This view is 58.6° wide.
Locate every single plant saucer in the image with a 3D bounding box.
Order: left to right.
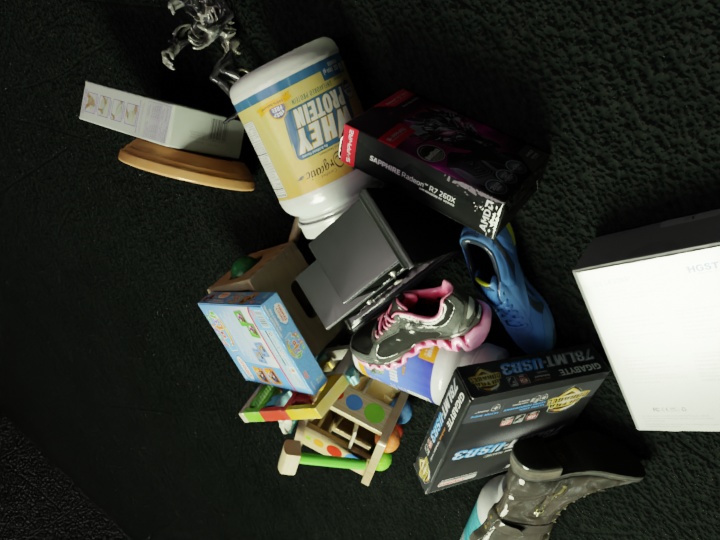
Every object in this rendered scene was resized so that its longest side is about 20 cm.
[{"bbox_3d":[-0.247,-0.157,0.931,0.197,0.198,0.038,20,101,29],"label":"plant saucer"}]

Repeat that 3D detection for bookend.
[{"bbox_3d":[0.000,0.000,0.747,0.197,0.199,0.093,-38,81,23],"label":"bookend"}]

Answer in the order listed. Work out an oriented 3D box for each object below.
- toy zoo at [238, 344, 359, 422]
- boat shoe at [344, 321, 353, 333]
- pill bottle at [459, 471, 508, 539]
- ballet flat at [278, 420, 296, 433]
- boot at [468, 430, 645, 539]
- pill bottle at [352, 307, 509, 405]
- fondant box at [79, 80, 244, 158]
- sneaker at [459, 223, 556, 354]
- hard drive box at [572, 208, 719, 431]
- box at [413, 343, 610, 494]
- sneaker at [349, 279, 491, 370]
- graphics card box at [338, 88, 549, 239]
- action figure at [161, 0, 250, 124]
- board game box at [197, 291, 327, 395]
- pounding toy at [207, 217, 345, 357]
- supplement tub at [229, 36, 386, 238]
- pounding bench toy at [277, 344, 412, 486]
[{"bbox_3d":[-0.079,0.166,0.948,0.197,0.132,0.021,-14,118,40],"label":"toy zoo"},{"bbox_3d":[-0.028,0.014,0.936,0.056,0.067,0.204,-8,117,38],"label":"boat shoe"},{"bbox_3d":[0.215,0.381,0.949,0.109,0.111,0.204,28,134,22],"label":"pill bottle"},{"bbox_3d":[-0.108,0.200,1.046,0.070,0.200,0.074,3,103,11],"label":"ballet flat"},{"bbox_3d":[0.246,0.294,0.818,0.194,0.070,0.178,4,120,-9],"label":"boot"},{"bbox_3d":[0.095,0.116,0.865,0.196,0.112,0.115,16,129,33],"label":"pill bottle"},{"bbox_3d":[-0.288,-0.219,0.936,0.196,0.143,0.060,19,101,30],"label":"fondant box"},{"bbox_3d":[0.170,0.030,0.766,0.065,0.078,0.203,-13,111,43],"label":"sneaker"},{"bbox_3d":[0.328,0.056,0.643,0.154,0.077,0.203,-12,111,45],"label":"hard drive box"},{"bbox_3d":[0.179,0.183,0.785,0.050,0.195,0.202,-117,30,-41],"label":"box"},{"bbox_3d":[0.055,0.059,0.771,0.197,0.081,0.095,-21,136,34],"label":"sneaker"},{"bbox_3d":[0.089,-0.122,0.692,0.198,0.125,0.052,32,135,21],"label":"graphics card box"},{"bbox_3d":[-0.201,-0.302,0.840,0.118,0.101,0.203,-8,115,56],"label":"action figure"},{"bbox_3d":[-0.148,0.103,0.940,0.197,0.037,0.154,-2,122,51],"label":"board game box"},{"bbox_3d":[-0.124,0.026,1.001,0.182,0.142,0.203,-10,116,53],"label":"pounding toy"},{"bbox_3d":[-0.056,-0.158,0.780,0.142,0.144,0.204,-9,113,44],"label":"supplement tub"},{"bbox_3d":[-0.019,0.254,0.983,0.153,0.201,0.126,25,135,8],"label":"pounding bench toy"}]
